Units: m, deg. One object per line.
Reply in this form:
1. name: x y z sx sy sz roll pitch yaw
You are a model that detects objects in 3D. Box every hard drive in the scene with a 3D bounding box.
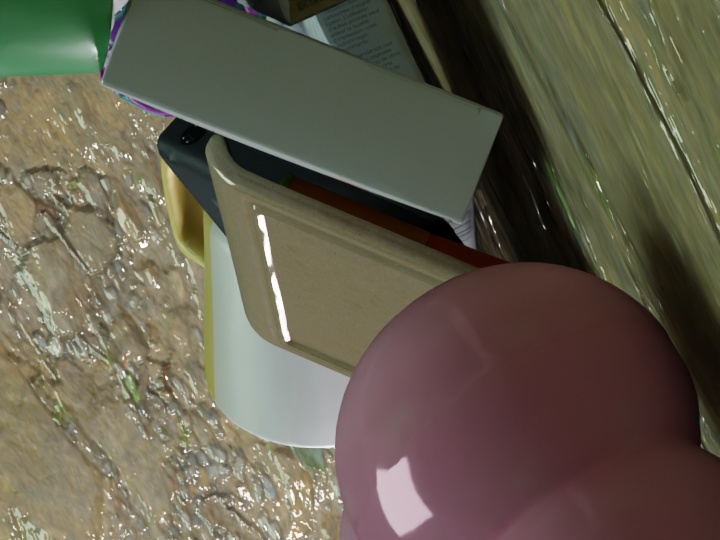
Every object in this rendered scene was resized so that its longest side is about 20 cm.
1. hard drive: 0.000 0.000 1.335 0.200 0.033 0.140 27 160 49

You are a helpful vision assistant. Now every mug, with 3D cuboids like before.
1. mug: -0.045 -0.003 1.644 0.153 0.186 0.150 81 -159 -43

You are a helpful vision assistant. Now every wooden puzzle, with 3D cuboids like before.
1. wooden puzzle: 0.029 0.021 1.194 0.200 0.037 0.185 28 162 13

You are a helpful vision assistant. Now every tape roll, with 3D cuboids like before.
1. tape roll: -0.129 -0.176 1.100 0.200 0.048 0.201 177 90 -80

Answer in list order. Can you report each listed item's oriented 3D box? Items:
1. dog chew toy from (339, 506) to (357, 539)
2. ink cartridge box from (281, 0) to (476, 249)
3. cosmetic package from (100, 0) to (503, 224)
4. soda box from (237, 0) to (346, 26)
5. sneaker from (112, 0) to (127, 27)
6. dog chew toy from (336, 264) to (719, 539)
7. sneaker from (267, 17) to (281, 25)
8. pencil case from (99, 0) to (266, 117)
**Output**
1. dog chew toy: 0.072 0.184 1.590 0.200 0.124 0.125 58 180 -28
2. ink cartridge box: 0.005 -0.084 1.394 0.196 0.043 0.200 77 171 -70
3. cosmetic package: -0.028 -0.073 1.162 0.200 0.150 0.052 -126 55 -84
4. soda box: -0.026 -0.151 1.209 0.064 0.068 0.200 65 176 -10
5. sneaker: -0.135 -0.167 1.304 0.080 0.147 0.200 30 -174 -17
6. dog chew toy: 0.079 0.094 0.924 0.200 0.124 0.125 54 171 27
7. sneaker: -0.052 -0.112 1.608 0.200 0.088 0.075 -122 8 -63
8. pencil case: -0.093 -0.142 1.465 0.200 0.092 0.085 -87 -25 -74
